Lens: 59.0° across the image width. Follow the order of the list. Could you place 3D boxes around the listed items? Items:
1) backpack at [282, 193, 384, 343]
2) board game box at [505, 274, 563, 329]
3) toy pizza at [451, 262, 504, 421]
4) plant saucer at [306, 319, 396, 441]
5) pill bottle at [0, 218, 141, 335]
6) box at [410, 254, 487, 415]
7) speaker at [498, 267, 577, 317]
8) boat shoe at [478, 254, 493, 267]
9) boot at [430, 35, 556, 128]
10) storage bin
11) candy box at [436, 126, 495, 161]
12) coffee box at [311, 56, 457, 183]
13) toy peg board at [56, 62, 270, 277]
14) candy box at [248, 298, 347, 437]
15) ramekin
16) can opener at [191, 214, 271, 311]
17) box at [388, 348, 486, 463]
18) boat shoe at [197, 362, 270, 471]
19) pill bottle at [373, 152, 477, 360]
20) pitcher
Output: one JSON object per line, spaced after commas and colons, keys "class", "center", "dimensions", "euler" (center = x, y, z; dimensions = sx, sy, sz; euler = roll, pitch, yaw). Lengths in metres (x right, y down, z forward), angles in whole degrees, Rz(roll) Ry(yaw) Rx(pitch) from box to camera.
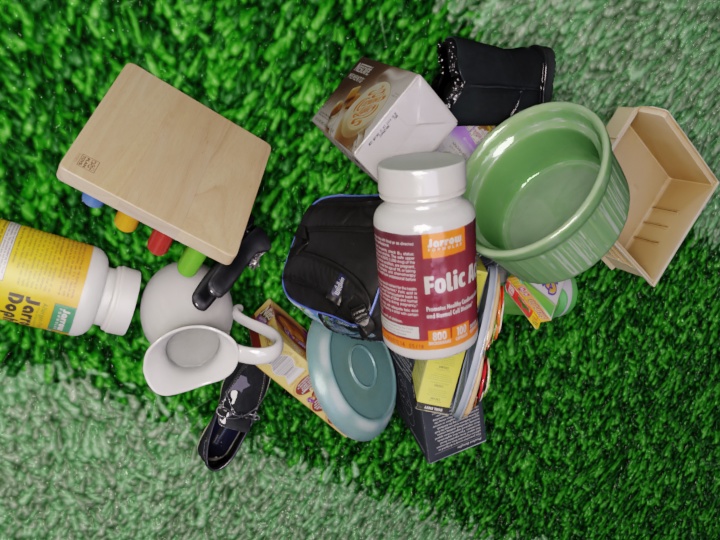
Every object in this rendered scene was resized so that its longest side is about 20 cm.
{"class": "backpack", "center": [0.000, 0.000, 0.857], "dimensions": [0.146, 0.197, 0.187], "euler": [35, 73, -46]}
{"class": "board game box", "center": [0.285, -0.016, 0.989], "dimensions": [0.096, 0.030, 0.202], "euler": [46, 56, -22]}
{"class": "toy pizza", "center": [0.153, 0.092, 0.804], "dimensions": [0.031, 0.201, 0.206], "euler": [14, 109, 6]}
{"class": "plant saucer", "center": [-0.004, 0.143, 0.932], "dimensions": [0.027, 0.203, 0.200], "euler": [-25, 126, 32]}
{"class": "pill bottle", "center": [-0.377, 0.014, 0.776], "dimensions": [0.196, 0.113, 0.115], "euler": [18, 105, -26]}
{"class": "box", "center": [0.112, 0.080, 0.834], "dimensions": [0.049, 0.076, 0.206], "euler": [10, 108, -4]}
{"class": "speaker", "center": [0.253, 0.031, 1.035], "dimensions": [0.194, 0.089, 0.091], "euler": [4, 111, -22]}
{"class": "boat shoe", "center": [0.157, -0.001, 0.941], "dimensions": [0.068, 0.074, 0.199], "euler": [46, 130, -5]}
{"class": "boot", "center": [0.166, -0.194, 0.830], "dimensions": [0.164, 0.076, 0.206], "euler": [-6, 109, -21]}
{"class": "storage bin", "center": [0.442, -0.122, 1.018], "dimensions": [0.197, 0.093, 0.202], "euler": [36, 88, -29]}
{"class": "candy box", "center": [0.134, -0.146, 0.924], "dimensions": [0.199, 0.072, 0.169], "euler": [-39, 120, -2]}
{"class": "coffee box", "center": [0.022, -0.185, 0.790], "dimensions": [0.079, 0.200, 0.115], "euler": [39, 97, -29]}
{"class": "toy peg board", "center": [-0.229, -0.105, 0.751], "dimensions": [0.196, 0.203, 0.098], "euler": [27, 134, -19]}
{"class": "candy box", "center": [-0.077, 0.145, 0.940], "dimensions": [0.056, 0.117, 0.200], "euler": [-42, 119, 7]}
{"class": "ramekin", "center": [0.214, -0.085, 0.748], "dimensions": [0.097, 0.200, 0.201], "euler": [34, 98, -37]}
{"class": "can opener", "center": [-0.167, -0.009, 0.806], "dimensions": [0.078, 0.202, 0.063], "euler": [39, 119, -14]}
{"class": "box", "center": [0.114, 0.165, 1.003], "dimensions": [0.104, 0.149, 0.205], "euler": [-16, 117, -12]}
{"class": "boat shoe", "center": [-0.188, 0.214, 0.962], "dimensions": [0.073, 0.062, 0.203], "euler": [24, 101, -25]}
{"class": "pill bottle", "center": [0.072, -0.018, 0.697], "dimensions": [0.111, 0.114, 0.206], "euler": [-11, 111, -15]}
{"class": "pitcher", "center": [-0.194, 0.067, 0.817], "dimensions": [0.167, 0.200, 0.125], "euler": [1, 112, -21]}
